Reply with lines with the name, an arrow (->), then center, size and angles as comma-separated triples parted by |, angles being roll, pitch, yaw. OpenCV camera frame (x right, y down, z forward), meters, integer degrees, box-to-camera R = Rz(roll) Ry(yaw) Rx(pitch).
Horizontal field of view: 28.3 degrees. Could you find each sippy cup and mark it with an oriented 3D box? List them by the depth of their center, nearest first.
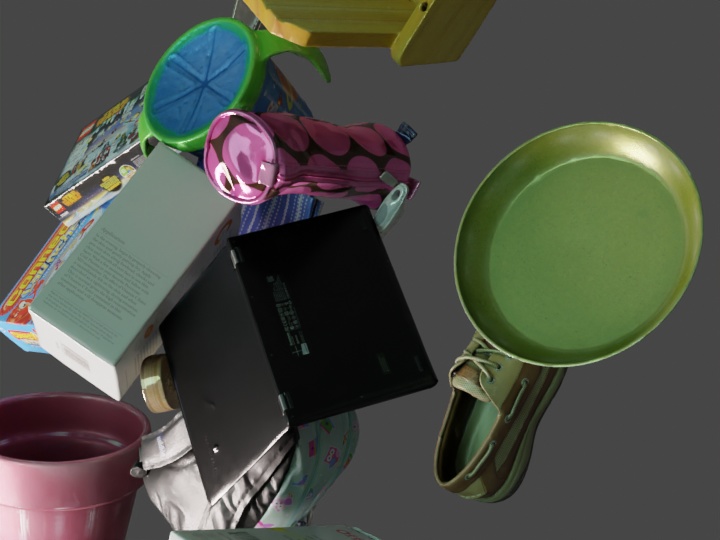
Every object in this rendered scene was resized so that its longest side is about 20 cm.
sippy cup -> -0.116, -0.152, 1.372 | 0.177, 0.130, 0.140 | 5, 69, 38

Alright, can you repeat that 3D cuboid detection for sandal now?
sandal -> -0.145, 0.092, 1.369 | 0.069, 0.212, 0.078 | -10, 95, 10

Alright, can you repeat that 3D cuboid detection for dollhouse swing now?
dollhouse swing -> 0.001, -0.295, 1.256 | 0.182, 0.175, 0.200 | -57, 47, 23

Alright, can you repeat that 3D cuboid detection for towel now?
towel -> -0.123, -0.046, 1.450 | 0.200, 0.024, 0.145 | 35, 108, 44

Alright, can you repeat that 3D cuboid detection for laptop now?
laptop -> -0.061, 0.070, 1.224 | 0.116, 0.199, 0.188 | 92, 160, -58

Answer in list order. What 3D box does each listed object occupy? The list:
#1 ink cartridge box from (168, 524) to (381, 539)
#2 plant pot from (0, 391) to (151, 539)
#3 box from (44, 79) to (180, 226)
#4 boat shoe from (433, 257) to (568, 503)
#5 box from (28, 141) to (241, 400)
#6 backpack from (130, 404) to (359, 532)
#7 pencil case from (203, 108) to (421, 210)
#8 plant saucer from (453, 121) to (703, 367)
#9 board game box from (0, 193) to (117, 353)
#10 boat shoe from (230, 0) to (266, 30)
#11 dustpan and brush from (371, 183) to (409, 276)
ink cartridge box -> -0.045, 0.273, 1.177 | 0.145, 0.200, 0.084 | 18, 99, 47
plant pot -> -0.320, 0.243, 1.494 | 0.200, 0.199, 0.180 | 22, 113, 46
box -> -0.243, -0.143, 1.525 | 0.200, 0.040, 0.137 | -29, 31, 33
boat shoe -> 0.110, 0.090, 1.138 | 0.076, 0.074, 0.201 | 18, 95, 47
box -> -0.207, 0.002, 1.335 | 0.200, 0.097, 0.124 | -54, -6, -20
backpack -> -0.098, 0.170, 1.304 | 0.167, 0.126, 0.200 | 48, 120, 22
pencil case -> -0.039, -0.093, 1.240 | 0.094, 0.200, 0.091 | 44, 119, 30
plant saucer -> 0.168, -0.018, 1.093 | 0.199, 0.031, 0.201 | -12, 63, 26
board game box -> -0.278, -0.006, 1.497 | 0.196, 0.056, 0.200 | 0, 53, 55
boat shoe -> -0.099, -0.312, 1.444 | 0.072, 0.066, 0.201 | 37, 109, 43
dustpan and brush -> 0.000, 0.000, 1.282 | 0.200, 0.057, 0.140 | -51, 50, 27
